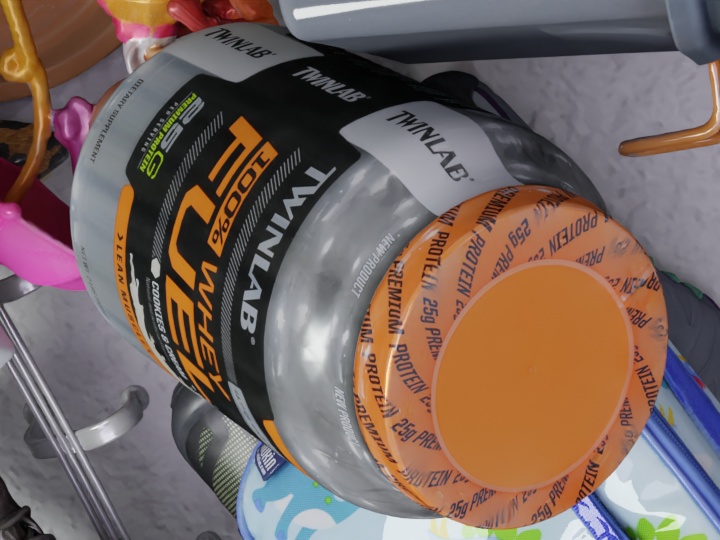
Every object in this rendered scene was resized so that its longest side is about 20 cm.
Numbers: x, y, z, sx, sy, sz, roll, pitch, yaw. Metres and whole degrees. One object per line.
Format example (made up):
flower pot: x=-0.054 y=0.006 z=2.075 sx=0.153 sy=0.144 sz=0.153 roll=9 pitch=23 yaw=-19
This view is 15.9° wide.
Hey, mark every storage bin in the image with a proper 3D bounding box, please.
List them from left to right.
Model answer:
storage bin: x=0.054 y=-0.105 z=0.782 sx=0.133 sy=0.200 sz=0.147 roll=-7 pitch=90 yaw=14

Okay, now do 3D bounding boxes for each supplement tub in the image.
supplement tub: x=0.000 y=0.000 z=0.796 sx=0.122 sy=0.200 sz=0.124 roll=-10 pitch=110 yaw=-28

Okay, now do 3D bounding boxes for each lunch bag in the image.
lunch bag: x=0.065 y=0.097 z=0.896 sx=0.161 sy=0.082 sz=0.201 roll=-41 pitch=77 yaw=23

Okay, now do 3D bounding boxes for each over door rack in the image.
over door rack: x=-0.163 y=0.076 z=1.040 sx=0.199 sy=0.067 sz=0.149 roll=-19 pitch=105 yaw=30

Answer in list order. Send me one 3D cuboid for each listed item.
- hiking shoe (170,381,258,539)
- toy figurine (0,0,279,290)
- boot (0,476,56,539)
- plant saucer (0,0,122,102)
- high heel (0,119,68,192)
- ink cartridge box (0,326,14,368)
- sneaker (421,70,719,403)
hiking shoe: x=0.001 y=0.114 z=0.997 sx=0.200 sy=0.101 sz=0.076 roll=44 pitch=110 yaw=-6
toy figurine: x=-0.092 y=-0.085 z=0.897 sx=0.198 sy=0.150 sz=0.186 roll=-4 pitch=111 yaw=-6
boot: x=-0.122 y=0.113 z=0.946 sx=0.175 sy=0.069 sz=0.200 roll=53 pitch=140 yaw=-6
plant saucer: x=-0.158 y=-0.159 z=0.970 sx=0.199 sy=0.032 sz=0.202 roll=4 pitch=110 yaw=10
high heel: x=-0.219 y=-0.066 z=0.980 sx=0.199 sy=0.072 sz=0.143 roll=-12 pitch=119 yaw=24
ink cartridge box: x=-0.224 y=-0.015 z=0.853 sx=0.087 sy=0.200 sz=0.146 roll=-39 pitch=68 yaw=10
sneaker: x=0.088 y=0.010 z=0.974 sx=0.074 sy=0.087 sz=0.201 roll=-39 pitch=77 yaw=45
